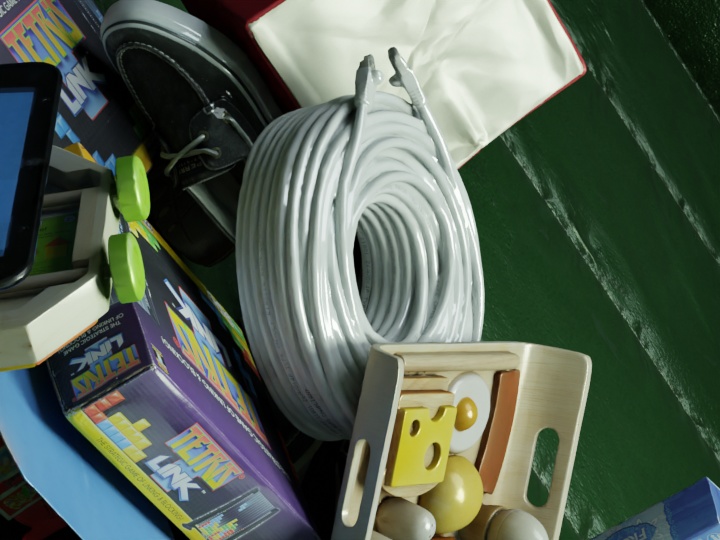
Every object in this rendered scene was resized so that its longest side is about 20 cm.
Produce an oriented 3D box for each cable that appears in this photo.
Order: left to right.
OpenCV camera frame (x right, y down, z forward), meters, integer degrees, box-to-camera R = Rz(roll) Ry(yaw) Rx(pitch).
[{"bbox_3d":[0.000,0.000,1.400,0.200,0.069,0.200,60,40,-36],"label":"cable"}]

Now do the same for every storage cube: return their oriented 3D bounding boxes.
[{"bbox_3d":[0.005,-0.163,1.537,0.200,0.171,0.180,56,-7,-31],"label":"storage cube"}]

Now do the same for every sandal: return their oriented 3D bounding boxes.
[{"bbox_3d":[-0.019,0.157,1.434,0.045,0.075,0.200,19,35,-4],"label":"sandal"}]

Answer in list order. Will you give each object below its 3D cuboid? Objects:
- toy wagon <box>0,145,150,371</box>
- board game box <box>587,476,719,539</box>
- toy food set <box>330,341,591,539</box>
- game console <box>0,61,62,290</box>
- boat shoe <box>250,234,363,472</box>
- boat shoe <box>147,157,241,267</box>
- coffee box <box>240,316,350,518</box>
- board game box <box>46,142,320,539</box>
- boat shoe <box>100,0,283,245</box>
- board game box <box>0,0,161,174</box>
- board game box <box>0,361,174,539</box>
[{"bbox_3d":[-0.180,-0.020,1.199,0.200,0.155,0.040,-92,173,-55],"label":"toy wagon"},{"bbox_3d":[0.202,0.243,1.662,0.200,0.199,0.043,41,28,-40],"label":"board game box"},{"bbox_3d":[0.058,0.116,1.377,0.200,0.060,0.144,2,101,-55],"label":"toy food set"},{"bbox_3d":[-0.246,-0.077,1.168,0.171,0.118,0.200,48,21,-28],"label":"game console"},{"bbox_3d":[-0.041,0.050,1.462,0.200,0.072,0.068,-57,150,-37],"label":"boat shoe"},{"bbox_3d":[-0.093,-0.070,1.603,0.072,0.076,0.200,47,24,-35],"label":"boat shoe"},{"bbox_3d":[0.014,0.095,1.554,0.080,0.113,0.200,30,34,-54],"label":"coffee box"},{"bbox_3d":[-0.106,0.053,1.313,0.200,0.057,0.166,52,10,-49],"label":"board game box"},{"bbox_3d":[-0.086,-0.077,1.472,0.200,0.072,0.071,46,46,-27],"label":"boat shoe"},{"bbox_3d":[-0.192,-0.109,1.442,0.166,0.057,0.200,55,19,-13],"label":"board game box"},{"bbox_3d":[-0.157,0.098,1.236,0.200,0.039,0.158,54,10,-39],"label":"board game box"}]
